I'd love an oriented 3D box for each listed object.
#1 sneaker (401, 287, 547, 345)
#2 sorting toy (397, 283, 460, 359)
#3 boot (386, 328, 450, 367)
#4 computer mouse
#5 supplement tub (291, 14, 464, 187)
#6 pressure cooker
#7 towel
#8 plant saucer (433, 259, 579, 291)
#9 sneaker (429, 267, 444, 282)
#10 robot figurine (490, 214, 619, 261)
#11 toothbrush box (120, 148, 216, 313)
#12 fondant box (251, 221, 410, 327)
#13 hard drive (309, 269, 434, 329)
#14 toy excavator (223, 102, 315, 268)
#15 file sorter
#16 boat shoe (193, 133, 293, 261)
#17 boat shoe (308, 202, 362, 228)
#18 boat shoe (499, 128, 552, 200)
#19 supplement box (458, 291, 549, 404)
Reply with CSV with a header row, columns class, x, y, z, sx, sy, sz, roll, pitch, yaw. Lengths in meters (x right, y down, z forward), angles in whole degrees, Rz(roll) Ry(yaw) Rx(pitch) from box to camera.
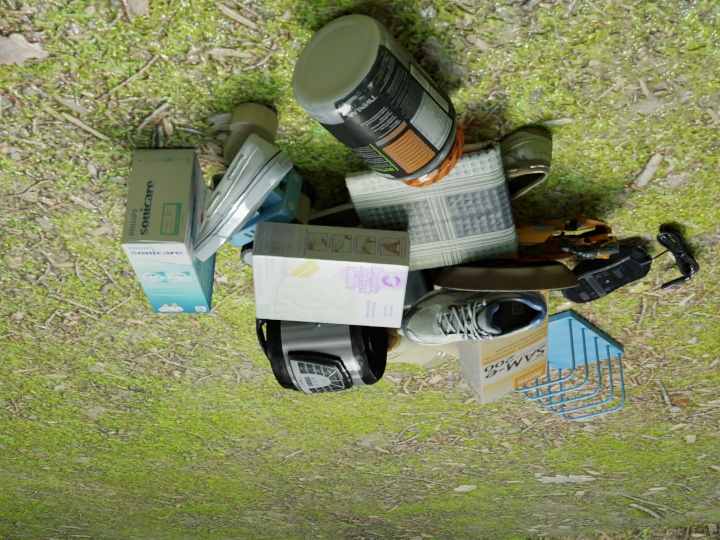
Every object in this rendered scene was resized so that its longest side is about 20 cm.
class,x,y,z,sx,sy,sz,roll,pitch,yaw
sneaker,0.153,0.058,1.282,0.199,0.077,0.085,-11,-174,0
sorting toy,0.169,0.043,1.493,0.185,0.037,0.200,25,110,-43
boot,0.053,0.135,1.718,0.155,0.073,0.200,13,161,-38
computer mouse,0.412,0.000,1.479,0.200,0.046,0.140,-30,136,27
supplement tub,0.027,-0.180,1.075,0.122,0.123,0.200,-16,147,29
pressure cooker,-0.068,0.108,1.564,0.199,0.177,0.179,-6,177,15
towel,0.093,-0.078,1.241,0.199,0.035,0.193,-9,137,11
plant saucer,0.201,0.004,1.338,0.199,0.032,0.200,-1,-174,0
sneaker,0.080,0.026,1.497,0.199,0.084,0.077,14,150,-22
robot figurine,0.259,-0.044,1.346,0.199,0.058,0.145,-2,-172,-1
toothbrush box,-0.252,-0.050,1.307,0.085,0.147,0.200,-1,151,3
fondant box,-0.039,0.008,1.272,0.199,0.058,0.145,3,144,-1
hard drive,0.000,0.000,1.409,0.199,0.140,0.033,-14,-173,27
toy excavator,-0.136,-0.111,1.255,0.194,0.100,0.200,-23,135,36
file sorter,0.367,0.177,1.726,0.138,0.123,0.200,-20,146,35
boat shoe,-0.158,-0.093,1.192,0.067,0.074,0.200,44,123,-2
boat shoe,-0.006,-0.066,1.334,0.199,0.061,0.074,-17,-179,26
boat shoe,0.172,-0.111,1.258,0.073,0.063,0.200,15,150,-24
supplement box,0.220,0.097,1.490,0.126,0.074,0.200,-24,135,-14
